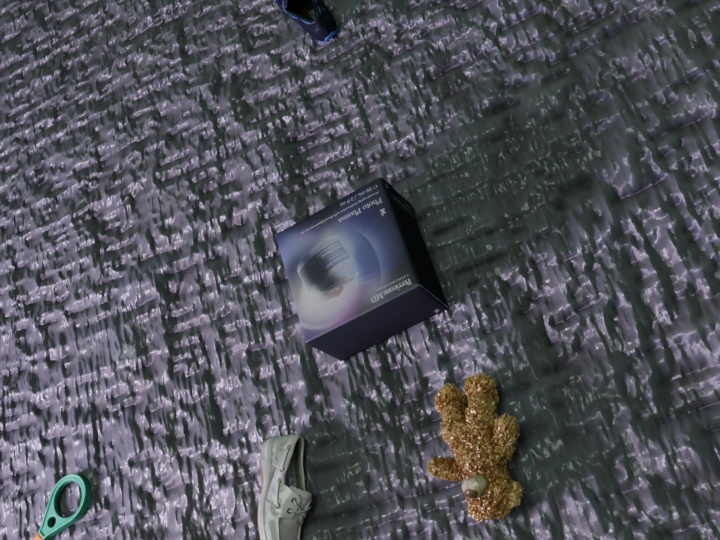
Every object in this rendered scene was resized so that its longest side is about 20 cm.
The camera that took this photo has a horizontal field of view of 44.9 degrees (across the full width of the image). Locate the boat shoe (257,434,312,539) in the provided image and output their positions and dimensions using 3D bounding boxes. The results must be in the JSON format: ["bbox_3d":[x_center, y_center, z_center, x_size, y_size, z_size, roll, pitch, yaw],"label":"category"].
[{"bbox_3d":[-0.106,0.338,1.286,0.069,0.071,0.201,-18,62,23],"label":"boat shoe"}]

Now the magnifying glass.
[{"bbox_3d":[-0.537,0.442,1.508,0.080,0.022,0.200,34,90,34],"label":"magnifying glass"}]

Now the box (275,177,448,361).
[{"bbox_3d":[0.000,0.000,1.333,0.200,0.123,0.199,-28,61,17],"label":"box"}]

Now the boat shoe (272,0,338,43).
[{"bbox_3d":[-0.108,-0.505,1.620,0.084,0.069,0.200,-49,56,3],"label":"boat shoe"}]

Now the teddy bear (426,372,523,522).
[{"bbox_3d":[0.154,0.238,1.189,0.145,0.067,0.201,-6,68,29],"label":"teddy bear"}]
